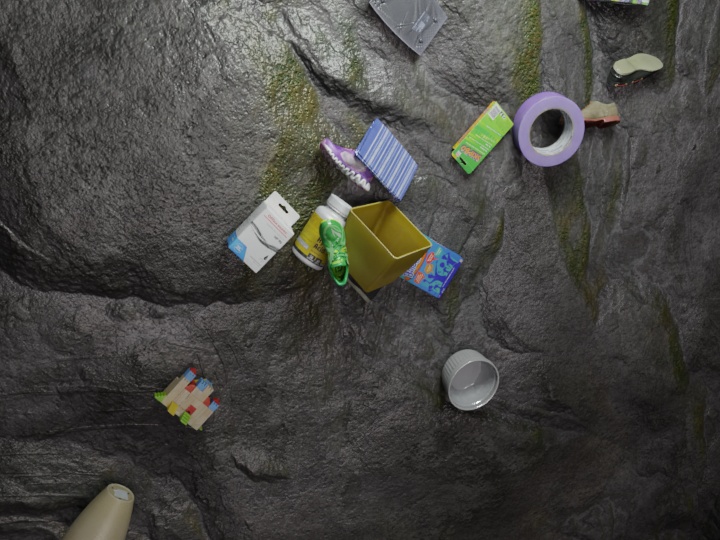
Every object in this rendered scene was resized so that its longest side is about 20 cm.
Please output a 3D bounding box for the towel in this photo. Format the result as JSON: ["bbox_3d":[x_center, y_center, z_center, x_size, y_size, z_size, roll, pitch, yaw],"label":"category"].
[{"bbox_3d":[0.076,-0.316,1.617,0.200,0.024,0.147,43,62,-28],"label":"towel"}]

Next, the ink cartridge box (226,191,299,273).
[{"bbox_3d":[-0.271,-0.110,1.603,0.200,0.068,0.116,-45,117,4],"label":"ink cartridge box"}]

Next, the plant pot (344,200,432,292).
[{"bbox_3d":[0.053,-0.058,1.632,0.198,0.200,0.178,-19,149,-49],"label":"plant pot"}]

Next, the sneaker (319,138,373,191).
[{"bbox_3d":[-0.029,-0.315,1.592,0.199,0.080,0.089,36,92,-31],"label":"sneaker"}]

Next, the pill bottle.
[{"bbox_3d":[-0.105,-0.114,1.628,0.110,0.112,0.203,29,101,-25],"label":"pill bottle"}]

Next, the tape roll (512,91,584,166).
[{"bbox_3d":[0.561,-0.423,1.689,0.193,0.086,0.206,0,115,1],"label":"tape roll"}]

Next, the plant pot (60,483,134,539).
[{"bbox_3d":[-0.800,0.788,1.768,0.185,0.187,0.203,32,87,-26],"label":"plant pot"}]

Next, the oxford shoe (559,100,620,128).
[{"bbox_3d":[0.710,-0.487,1.760,0.193,0.070,0.077,-4,82,-10],"label":"oxford shoe"}]

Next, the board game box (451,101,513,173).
[{"bbox_3d":[0.364,-0.399,1.700,0.095,0.030,0.201,39,94,-26],"label":"board game box"}]

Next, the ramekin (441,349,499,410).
[{"bbox_3d":[0.378,0.377,1.983,0.194,0.105,0.206,-6,113,-14],"label":"ramekin"}]

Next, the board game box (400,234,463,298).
[{"bbox_3d":[0.211,-0.021,1.800,0.197,0.045,0.154,26,102,-24],"label":"board game box"}]

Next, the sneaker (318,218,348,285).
[{"bbox_3d":[-0.064,-0.049,1.559,0.072,0.084,0.205,-17,120,-7],"label":"sneaker"}]

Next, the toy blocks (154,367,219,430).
[{"bbox_3d":[-0.512,0.386,1.731,0.137,0.100,0.201,-45,117,-7],"label":"toy blocks"}]

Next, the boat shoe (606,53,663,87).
[{"bbox_3d":[0.846,-0.617,1.740,0.196,0.075,0.064,-18,153,-20],"label":"boat shoe"}]

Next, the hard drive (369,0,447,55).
[{"bbox_3d":[0.125,-0.691,1.497,0.198,0.042,0.136,35,98,-26],"label":"hard drive"}]

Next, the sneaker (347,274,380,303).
[{"bbox_3d":[0.000,0.000,1.736,0.106,0.075,0.200,-44,126,-1],"label":"sneaker"}]
